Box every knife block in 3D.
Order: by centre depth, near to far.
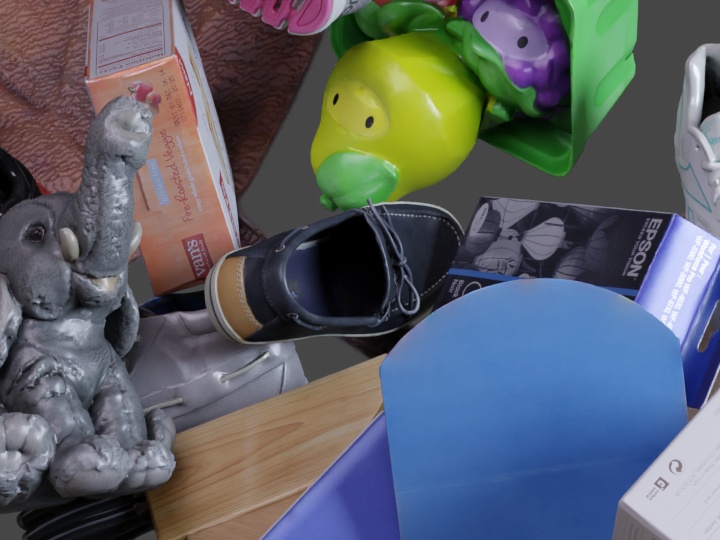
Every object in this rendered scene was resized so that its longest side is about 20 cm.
[{"bbox_3d":[-0.085,0.122,1.539,0.175,0.064,0.200,17,60,27],"label":"knife block"}]

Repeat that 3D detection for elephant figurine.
[{"bbox_3d":[-0.167,0.024,1.482,0.155,0.142,0.201,-9,83,3],"label":"elephant figurine"}]

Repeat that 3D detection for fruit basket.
[{"bbox_3d":[0.044,-0.131,1.657,0.215,0.156,0.216,-1,39,1],"label":"fruit basket"}]

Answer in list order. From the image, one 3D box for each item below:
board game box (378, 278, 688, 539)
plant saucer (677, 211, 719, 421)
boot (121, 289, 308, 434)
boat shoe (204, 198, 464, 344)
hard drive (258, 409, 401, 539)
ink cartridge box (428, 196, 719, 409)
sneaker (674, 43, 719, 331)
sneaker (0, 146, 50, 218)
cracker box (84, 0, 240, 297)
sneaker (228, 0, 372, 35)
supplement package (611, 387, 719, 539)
[{"bbox_3d":[0.093,0.100,1.449,0.157,0.201,0.039,-8,9,-4],"label":"board game box"},{"bbox_3d":[0.217,0.046,1.521,0.200,0.037,0.201,-9,48,11],"label":"plant saucer"},{"bbox_3d":[-0.133,0.064,1.567,0.199,0.096,0.074,-17,20,-3],"label":"boot"},{"bbox_3d":[0.000,0.000,1.554,0.062,0.200,0.075,-17,87,42],"label":"boat shoe"},{"bbox_3d":[-0.007,0.189,1.444,0.132,0.025,0.200,45,71,-1],"label":"hard drive"},{"bbox_3d":[0.124,0.015,1.516,0.200,0.039,0.100,6,67,49],"label":"ink cartridge box"},{"bbox_3d":[0.206,-0.041,1.522,0.070,0.080,0.201,-15,50,4],"label":"sneaker"},{"bbox_3d":[-0.229,0.007,1.652,0.071,0.098,0.201,-5,53,11],"label":"sneaker"},{"bbox_3d":[-0.115,-0.085,1.613,0.057,0.134,0.200,-15,21,2],"label":"cracker box"},{"bbox_3d":[-0.062,-0.199,1.636,0.200,0.074,0.087,32,31,34],"label":"sneaker"},{"bbox_3d":[0.235,0.155,1.350,0.200,0.121,0.120,38,69,18],"label":"supplement package"}]
